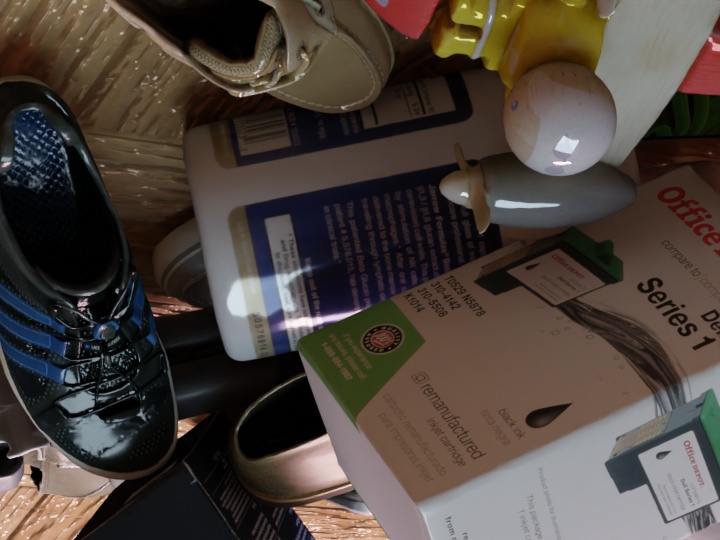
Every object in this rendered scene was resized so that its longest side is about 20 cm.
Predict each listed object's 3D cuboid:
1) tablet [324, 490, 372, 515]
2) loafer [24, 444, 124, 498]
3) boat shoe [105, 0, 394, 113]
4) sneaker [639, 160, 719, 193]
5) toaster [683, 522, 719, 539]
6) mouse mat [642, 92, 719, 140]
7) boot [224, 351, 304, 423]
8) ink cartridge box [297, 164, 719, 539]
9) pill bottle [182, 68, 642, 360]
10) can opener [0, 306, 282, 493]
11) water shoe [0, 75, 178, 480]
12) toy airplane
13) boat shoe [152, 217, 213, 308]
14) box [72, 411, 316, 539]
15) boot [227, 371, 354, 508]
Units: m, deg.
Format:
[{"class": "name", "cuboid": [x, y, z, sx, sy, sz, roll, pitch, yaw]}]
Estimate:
[{"class": "tablet", "cuboid": [0.007, 0.109, 1.472, 0.130, 0.014, 0.200, 6, -176, -30]}, {"class": "loafer", "cuboid": [-0.165, 0.071, 1.398, 0.069, 0.075, 0.200, -18, 149, 3]}, {"class": "boat shoe", "cuboid": [-0.052, -0.103, 1.156, 0.071, 0.065, 0.200, -29, 146, 26]}, {"class": "sneaker", "cuboid": [0.166, 0.040, 1.344, 0.104, 0.201, 0.075, -16, 170, 15]}, {"class": "toaster", "cuboid": [0.213, 0.079, 1.264, 0.200, 0.129, 0.114, -21, 116, -30]}, {"class": "mouse mat", "cuboid": [0.191, -0.119, 1.281, 0.160, 0.008, 0.200, -3, 149, -16]}, {"class": "boot", "cuboid": [0.034, 0.076, 1.424, 0.144, 0.073, 0.200, 10, 180, -35]}, {"class": "ink cartridge box", "cuboid": [0.095, 0.052, 1.175, 0.199, 0.146, 0.085, -25, 124, -11]}, {"class": "pill bottle", "cuboid": [0.025, -0.030, 1.262, 0.199, 0.111, 0.111, -11, 150, -2]}, {"class": "can opener", "cuboid": [-0.138, 0.065, 1.308, 0.199, 0.053, 0.067, -12, 151, -13]}, {"class": "water shoe", "cuboid": [-0.130, 0.014, 1.215, 0.071, 0.079, 0.201, -25, 111, -11]}, {"class": "toy airplane", "cuboid": [0.102, -0.088, 1.100, 0.199, 0.141, 0.200, -8, 133, 30]}, {"class": "boat shoe", "cuboid": [0.000, 0.000, 1.344, 0.200, 0.072, 0.070, -8, 150, -7]}, {"class": "box", "cuboid": [-0.064, 0.156, 1.332, 0.079, 0.141, 0.200, -38, -178, 4]}, {"class": "boot", "cuboid": [0.032, 0.055, 1.279, 0.199, 0.074, 0.075, -23, 165, -4]}]
